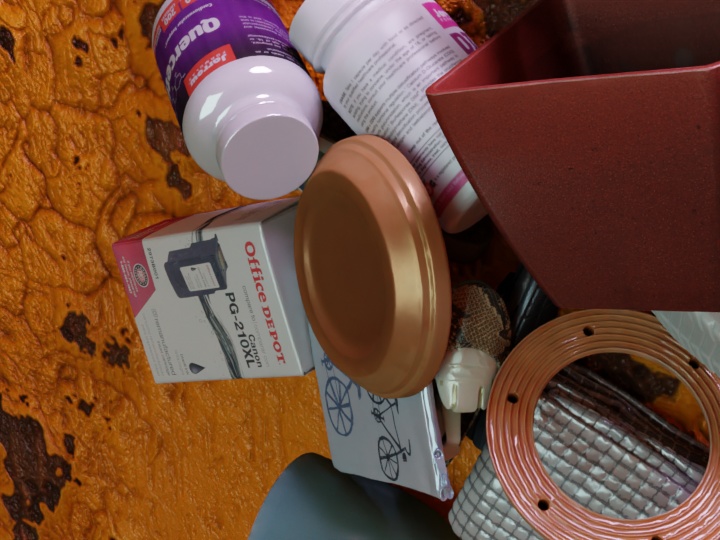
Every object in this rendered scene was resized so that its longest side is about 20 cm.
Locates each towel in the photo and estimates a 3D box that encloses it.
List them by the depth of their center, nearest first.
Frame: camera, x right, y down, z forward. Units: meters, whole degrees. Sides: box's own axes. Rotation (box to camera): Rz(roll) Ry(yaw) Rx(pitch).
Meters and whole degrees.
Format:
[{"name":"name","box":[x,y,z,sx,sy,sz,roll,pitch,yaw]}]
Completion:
[{"name":"towel","box":[0.189,0.181,1.012,0.199,0.086,0.166,32,118,11]}]

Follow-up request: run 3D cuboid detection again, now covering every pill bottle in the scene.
[{"name":"pill bottle","box":[0.043,-0.137,0.977,0.200,0.113,0.113,48,130,10]},{"name":"pill bottle","box":[-0.097,-0.146,1.028,0.200,0.112,0.113,-116,37,-47]}]

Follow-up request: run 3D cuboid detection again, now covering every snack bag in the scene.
[{"name":"snack bag","box":[0.011,0.080,1.036,0.200,0.021,0.190,-1,99,63]}]

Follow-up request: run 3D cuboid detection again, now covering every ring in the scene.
[{"name":"ring","box":[0.190,0.121,0.936,0.200,0.200,0.019,39,156,18]}]

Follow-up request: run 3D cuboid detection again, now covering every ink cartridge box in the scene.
[{"name":"ink cartridge box","box":[-0.118,0.021,1.185,0.199,0.084,0.146,-7,105,39]}]

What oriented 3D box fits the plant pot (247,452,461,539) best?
[{"name":"plant pot","box":[0.003,0.280,1.139,0.160,0.201,0.202,13,116,20]}]

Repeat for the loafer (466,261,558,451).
[{"name":"loafer","box":[0.110,0.059,1.040,0.063,0.072,0.201,33,128,27]}]

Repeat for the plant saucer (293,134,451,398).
[{"name":"plant saucer","box":[0.000,0.000,0.963,0.200,0.037,0.202,29,124,56]}]

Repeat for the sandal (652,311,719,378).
[{"name":"sandal","box":[0.263,0.038,0.913,0.203,0.050,0.083,47,168,37]}]

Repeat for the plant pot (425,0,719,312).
[{"name":"plant pot","box":[0.192,-0.081,0.846,0.199,0.200,0.177,0,118,37]}]

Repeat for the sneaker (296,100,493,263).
[{"name":"sneaker","box":[0.019,-0.053,1.069,0.200,0.067,0.090,38,135,19]}]

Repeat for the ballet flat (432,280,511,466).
[{"name":"ballet flat","box":[0.074,0.098,0.993,0.067,0.076,0.201,10,138,-4]}]
